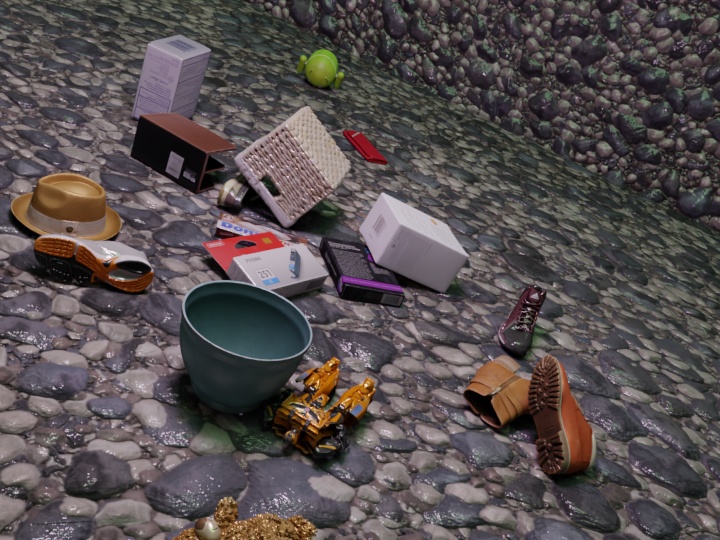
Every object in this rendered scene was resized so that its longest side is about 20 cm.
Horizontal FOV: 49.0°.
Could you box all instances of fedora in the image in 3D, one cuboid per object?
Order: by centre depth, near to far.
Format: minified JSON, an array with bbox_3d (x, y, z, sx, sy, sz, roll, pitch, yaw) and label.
[{"bbox_3d":[-0.537,-0.126,1.460,0.197,0.083,0.202,17,26,-8],"label":"fedora"}]

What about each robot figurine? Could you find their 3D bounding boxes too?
[{"bbox_3d":[-0.061,0.209,1.218,0.143,0.059,0.200,27,26,17],"label":"robot figurine"},{"bbox_3d":[-0.142,-0.740,2.899,0.173,0.117,0.201,23,26,-8],"label":"robot figurine"}]

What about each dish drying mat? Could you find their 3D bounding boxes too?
[{"bbox_3d":[0.013,-0.386,2.456,0.076,0.018,0.201,6,30,-31],"label":"dish drying mat"}]

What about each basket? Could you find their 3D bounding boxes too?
[{"bbox_3d":[-0.149,-0.242,1.813,0.199,0.160,0.200,52,25,-11],"label":"basket"}]

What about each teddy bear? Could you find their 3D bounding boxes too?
[{"bbox_3d":[-0.129,0.324,0.938,0.196,0.068,0.146,16,24,-14],"label":"teddy bear"}]

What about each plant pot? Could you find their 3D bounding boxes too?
[{"bbox_3d":[-0.185,0.127,1.192,0.197,0.136,0.201,17,25,-8],"label":"plant pot"}]

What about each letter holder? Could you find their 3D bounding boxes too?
[{"bbox_3d":[-0.406,-0.279,1.840,0.198,0.102,0.142,29,25,16],"label":"letter holder"}]

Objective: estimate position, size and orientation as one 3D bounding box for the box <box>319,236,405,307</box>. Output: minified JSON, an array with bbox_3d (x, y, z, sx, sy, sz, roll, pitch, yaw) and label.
[{"bbox_3d":[0.000,0.000,1.693,0.140,0.037,0.201,11,29,-24],"label":"box"}]

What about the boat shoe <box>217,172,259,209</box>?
[{"bbox_3d":[-0.258,-0.188,1.819,0.065,0.072,0.201,30,32,6],"label":"boat shoe"}]

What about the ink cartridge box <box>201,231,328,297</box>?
[{"bbox_3d":[-0.184,-0.022,1.548,0.176,0.045,0.198,47,33,21],"label":"ink cartridge box"}]

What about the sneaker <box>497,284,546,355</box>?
[{"bbox_3d":[0.352,0.092,1.695,0.075,0.117,0.200,23,25,5],"label":"sneaker"}]

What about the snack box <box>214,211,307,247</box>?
[{"bbox_3d":[-0.209,-0.071,1.677,0.196,0.025,0.072,17,28,-11],"label":"snack box"}]

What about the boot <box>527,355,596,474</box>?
[{"bbox_3d":[0.354,0.251,1.373,0.106,0.075,0.204,11,67,-31],"label":"boot"}]

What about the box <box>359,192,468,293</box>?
[{"bbox_3d":[0.118,-0.061,1.773,0.198,0.107,0.153,24,22,-27],"label":"box"}]

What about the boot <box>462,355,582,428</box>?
[{"bbox_3d":[0.290,0.238,1.419,0.199,0.077,0.154,39,35,18],"label":"boot"}]

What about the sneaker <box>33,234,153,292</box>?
[{"bbox_3d":[-0.456,-0.021,1.353,0.197,0.077,0.092,18,17,-25],"label":"sneaker"}]

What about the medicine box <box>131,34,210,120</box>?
[{"bbox_3d":[-0.490,-0.487,2.050,0.101,0.203,0.183,24,26,3],"label":"medicine box"}]
